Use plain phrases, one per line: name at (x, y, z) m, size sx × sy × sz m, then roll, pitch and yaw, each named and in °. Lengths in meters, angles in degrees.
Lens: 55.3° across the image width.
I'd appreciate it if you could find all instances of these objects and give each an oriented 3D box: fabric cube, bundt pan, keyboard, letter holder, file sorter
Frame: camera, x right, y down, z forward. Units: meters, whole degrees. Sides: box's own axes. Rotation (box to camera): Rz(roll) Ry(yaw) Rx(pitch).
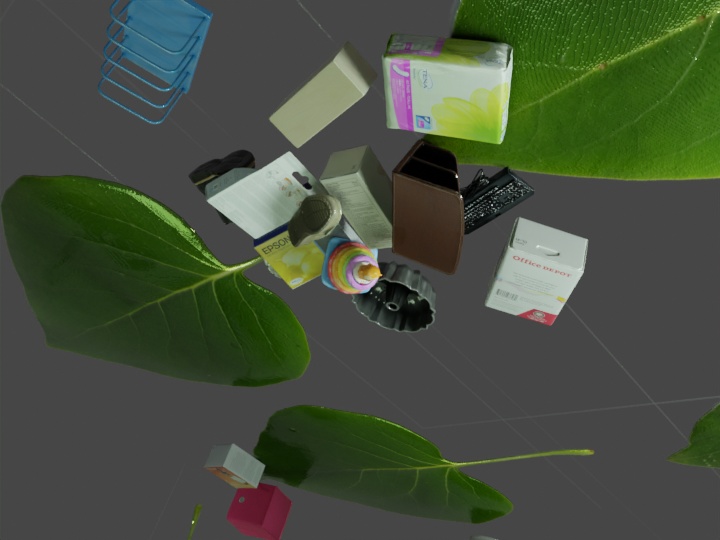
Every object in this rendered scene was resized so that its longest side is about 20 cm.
fabric cube at (-0.466, 1.115, 3.191) m, size 0.197 × 0.198 × 0.201 m, roll 2°, pitch 141°, yaw 27°
bundt pan at (0.082, 0.052, 1.556) m, size 0.199 × 0.076 × 0.203 m, roll 15°, pitch 145°, yaw 11°
keyboard at (0.220, -0.121, 1.280) m, size 0.103 × 0.040 × 0.200 m, roll 33°, pitch 143°, yaw -17°
letter holder at (0.140, -0.108, 1.245) m, size 0.141 × 0.101 × 0.202 m, roll 23°, pitch 143°, yaw 22°
file sorter at (-0.361, -0.374, 1.182) m, size 0.138 × 0.124 × 0.200 m, roll 28°, pitch 145°, yaw -11°

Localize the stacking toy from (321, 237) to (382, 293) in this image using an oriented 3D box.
stacking toy at (0.000, 0.000, 1.374) m, size 0.114 × 0.111 × 0.200 m, roll 11°, pitch -178°, yaw -17°

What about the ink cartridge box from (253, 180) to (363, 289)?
ink cartridge box at (-0.126, -0.071, 1.480) m, size 0.196 × 0.047 × 0.200 m, roll -25°, pitch 129°, yaw 22°

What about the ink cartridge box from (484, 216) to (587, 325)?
ink cartridge box at (0.340, 0.006, 1.345) m, size 0.146 × 0.086 × 0.201 m, roll 18°, pitch 144°, yaw 6°

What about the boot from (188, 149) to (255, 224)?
boot at (-0.256, -0.167, 1.428) m, size 0.199 × 0.078 × 0.139 m, roll 1°, pitch 129°, yaw 49°

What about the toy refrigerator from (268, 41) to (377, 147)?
toy refrigerator at (-0.066, -0.297, 1.174) m, size 0.076 × 0.070 × 0.199 m, roll 43°, pitch 140°, yaw -18°

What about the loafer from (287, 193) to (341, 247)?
loafer at (-0.083, -0.103, 1.352) m, size 0.199 × 0.068 × 0.077 m, roll -26°, pitch 83°, yaw 60°

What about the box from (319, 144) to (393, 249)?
box at (0.015, -0.138, 1.334) m, size 0.094 × 0.078 × 0.201 m, roll -4°, pitch 138°, yaw 33°

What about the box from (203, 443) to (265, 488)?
box at (-0.536, 0.834, 2.929) m, size 0.151 × 0.107 × 0.200 m, roll -17°, pitch 131°, yaw 42°

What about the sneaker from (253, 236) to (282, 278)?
sneaker at (-0.181, -0.057, 1.555) m, size 0.082 × 0.081 × 0.201 m, roll -2°, pitch 139°, yaw 21°

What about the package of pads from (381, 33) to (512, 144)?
package of pads at (0.135, -0.287, 1.077) m, size 0.197 × 0.069 × 0.155 m, roll 11°, pitch 146°, yaw 14°

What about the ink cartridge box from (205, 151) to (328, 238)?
ink cartridge box at (-0.180, -0.157, 1.358) m, size 0.198 × 0.048 × 0.160 m, roll -27°, pitch 142°, yaw 18°

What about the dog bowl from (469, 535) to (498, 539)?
dog bowl at (0.534, 1.159, 2.826) m, size 0.197 × 0.059 × 0.201 m, roll 14°, pitch 145°, yaw 10°
